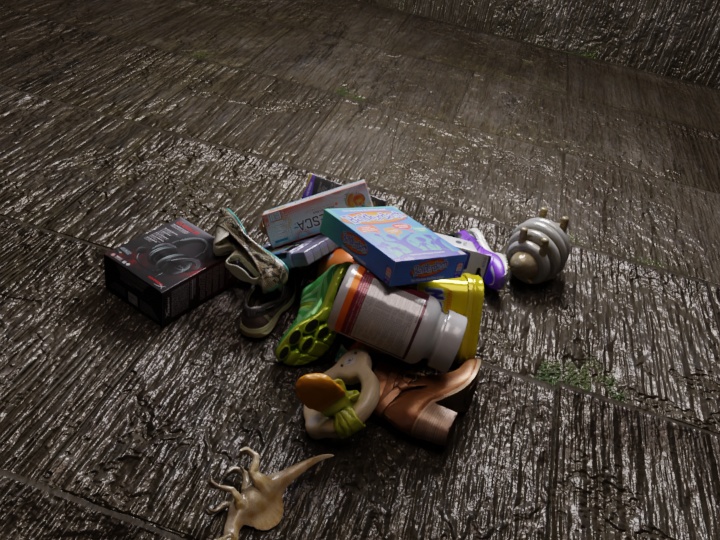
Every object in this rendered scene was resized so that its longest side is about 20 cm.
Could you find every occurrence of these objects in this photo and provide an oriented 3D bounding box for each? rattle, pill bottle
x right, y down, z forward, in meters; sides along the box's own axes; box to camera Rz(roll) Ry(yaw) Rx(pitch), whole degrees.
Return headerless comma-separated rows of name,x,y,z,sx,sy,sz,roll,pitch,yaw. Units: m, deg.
rattle,-0.044,0.138,1.102,0.143,0.129,0.202,41,43,-25
pill bottle,0.057,0.076,1.139,0.197,0.111,0.110,23,35,2

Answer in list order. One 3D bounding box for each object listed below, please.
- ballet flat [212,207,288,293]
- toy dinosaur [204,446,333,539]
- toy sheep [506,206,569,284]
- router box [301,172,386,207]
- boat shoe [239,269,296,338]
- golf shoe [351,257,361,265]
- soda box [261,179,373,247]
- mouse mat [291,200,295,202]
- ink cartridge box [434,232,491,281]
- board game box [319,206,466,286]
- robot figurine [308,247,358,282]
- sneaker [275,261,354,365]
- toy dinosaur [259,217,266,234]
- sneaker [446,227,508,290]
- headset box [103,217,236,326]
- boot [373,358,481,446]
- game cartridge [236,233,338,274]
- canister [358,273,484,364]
ballet flat,-0.206,-0.033,1.265,0.075,0.068,0.200,-32,61,-27
toy dinosaur,-0.134,0.288,0.973,0.101,0.059,0.199,42,51,15
toy sheep,0.366,-0.047,1.508,0.137,0.139,0.199,32,48,28
router box,-0.037,-0.131,1.473,0.155,0.053,0.200,20,-2,-3
boat shoe,-0.156,0.039,1.296,0.072,0.066,0.201,12,33,4
golf shoe,0.078,-0.026,1.283,0.198,0.097,0.079,18,59,-31
soda box,-0.076,-0.104,1.339,0.197,0.065,0.068,-17,12,1
mouse mat,-0.033,-0.096,1.491,0.197,0.008,0.161,19,-3,14
ink cartridge box,0.149,-0.020,1.437,0.197,0.101,0.039,16,33,5
board game box,0.050,-0.044,1.190,0.150,0.046,0.199,-6,30,-37
robot figurine,0.001,0.000,1.350,0.199,0.116,0.145,-28,90,-43
sneaker,-0.070,0.073,1.228,0.201,0.074,0.083,-53,26,-15
toy dinosaur,-0.105,-0.055,1.471,0.197,0.061,0.107,22,47,2
sneaker,0.221,-0.019,1.488,0.098,0.071,0.201,-3,29,-17
headset box,-0.324,-0.007,1.303,0.148,0.078,0.199,29,40,24
boot,0.098,0.183,1.171,0.153,0.078,0.200,20,43,20
game cartridge,-0.133,-0.034,1.343,0.198,0.039,0.129,-7,13,40
canister,0.097,0.075,1.247,0.196,0.151,0.087,5,11,-5
